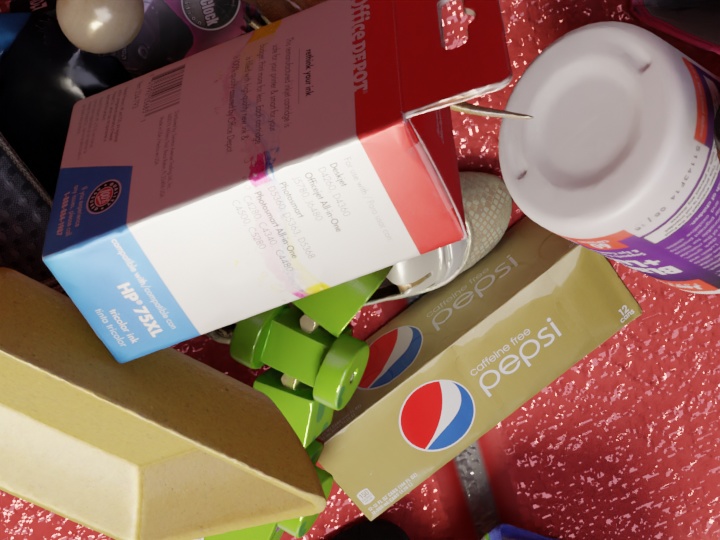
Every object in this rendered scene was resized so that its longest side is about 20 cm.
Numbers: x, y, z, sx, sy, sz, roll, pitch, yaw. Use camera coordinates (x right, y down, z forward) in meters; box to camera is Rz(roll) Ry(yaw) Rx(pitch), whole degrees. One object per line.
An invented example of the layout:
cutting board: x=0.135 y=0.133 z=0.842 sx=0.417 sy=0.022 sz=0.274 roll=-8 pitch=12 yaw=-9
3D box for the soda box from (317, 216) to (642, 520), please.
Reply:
soda box: x=0.059 y=0.050 z=0.902 sx=0.200 sy=0.068 sz=0.064 roll=-38 pitch=117 yaw=2

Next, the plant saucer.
plant saucer: x=-0.137 y=0.064 z=0.730 sx=0.200 sy=0.200 sz=0.049 roll=30 pitch=62 yaw=-24

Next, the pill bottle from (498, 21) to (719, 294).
pill bottle: x=0.174 y=-0.050 z=0.845 sx=0.200 sy=0.111 sz=0.112 roll=20 pitch=107 yaw=-46

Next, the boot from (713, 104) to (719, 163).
boot: x=0.231 y=-0.006 z=0.801 sx=0.188 sy=0.068 sz=0.201 roll=-32 pitch=126 yaw=-53

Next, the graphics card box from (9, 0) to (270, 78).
graphics card box: x=-0.068 y=-0.106 z=0.809 sx=0.199 sy=0.051 sz=0.126 roll=-17 pitch=116 yaw=-7

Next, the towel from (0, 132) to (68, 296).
towel: x=-0.232 y=-0.017 z=0.766 sx=0.199 sy=0.035 sz=0.193 roll=-17 pitch=124 yaw=28

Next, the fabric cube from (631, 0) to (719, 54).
fabric cube: x=0.268 y=-0.211 z=0.776 sx=0.198 sy=0.200 sz=0.197 roll=-8 pitch=113 yaw=-15

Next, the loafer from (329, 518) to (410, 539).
loafer: x=-0.046 y=0.234 z=0.952 sx=0.199 sy=0.073 sz=0.072 roll=-28 pitch=122 yaw=-2

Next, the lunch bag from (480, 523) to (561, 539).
lunch bag: x=0.099 y=0.260 z=0.977 sx=0.170 sy=0.127 sz=0.200 roll=-50 pitch=145 yaw=8

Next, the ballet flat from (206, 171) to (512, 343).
ballet flat: x=0.000 y=0.000 z=0.867 sx=0.199 sy=0.062 sz=0.068 roll=-18 pitch=116 yaw=-8

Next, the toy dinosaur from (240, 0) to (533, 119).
toy dinosaur: x=-0.020 y=-0.116 z=0.733 sx=0.200 sy=0.101 sz=0.058 roll=35 pitch=97 yaw=-23

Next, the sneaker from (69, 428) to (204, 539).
sneaker: x=-0.114 y=0.089 z=0.879 sx=0.100 sy=0.075 sz=0.200 roll=-41 pitch=122 yaw=-11

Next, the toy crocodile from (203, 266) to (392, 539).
toy crocodile: x=-0.037 y=0.075 z=0.829 sx=0.067 sy=0.062 sz=0.201 roll=24 pitch=114 yaw=16

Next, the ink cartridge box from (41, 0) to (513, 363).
ink cartridge box: x=-0.025 y=-0.050 z=0.651 sx=0.199 sy=0.116 sz=0.067 roll=-19 pitch=127 yaw=14

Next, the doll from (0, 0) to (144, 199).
doll: x=-0.163 y=-0.070 z=0.745 sx=0.136 sy=0.049 sz=0.200 roll=37 pitch=129 yaw=-8
